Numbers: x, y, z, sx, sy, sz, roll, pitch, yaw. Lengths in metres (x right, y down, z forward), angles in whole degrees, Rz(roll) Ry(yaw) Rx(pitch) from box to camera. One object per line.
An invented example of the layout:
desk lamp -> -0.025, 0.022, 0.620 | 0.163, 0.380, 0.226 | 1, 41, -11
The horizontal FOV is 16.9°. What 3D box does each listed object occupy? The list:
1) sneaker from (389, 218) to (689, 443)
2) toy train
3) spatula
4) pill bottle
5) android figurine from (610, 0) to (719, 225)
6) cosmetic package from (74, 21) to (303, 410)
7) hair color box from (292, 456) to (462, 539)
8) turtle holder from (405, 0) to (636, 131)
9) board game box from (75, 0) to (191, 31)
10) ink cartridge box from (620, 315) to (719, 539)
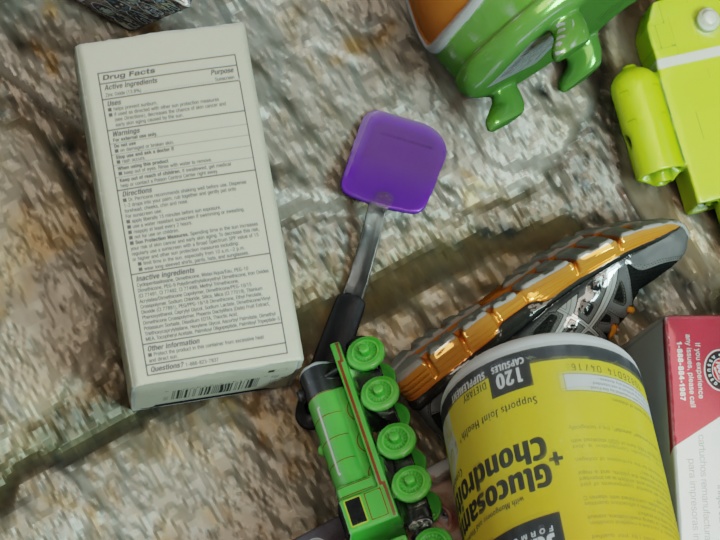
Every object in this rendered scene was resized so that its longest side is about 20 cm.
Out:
sneaker -> 0.113, 0.035, 1.420 | 0.199, 0.078, 0.077 | -33, 97, -10
toy train -> 0.013, 0.121, 1.322 | 0.056, 0.042, 0.201 | -21, 54, 1
spatula -> 0.000, 0.000, 1.432 | 0.056, 0.021, 0.201 | 16, 78, 9
pill bottle -> 0.109, 0.141, 1.259 | 0.111, 0.112, 0.201 | -4, 55, -8
android figurine -> 0.242, -0.110, 1.483 | 0.181, 0.041, 0.201 | -11, 81, -10
cosmetic package -> -0.100, -0.030, 1.393 | 0.103, 0.087, 0.201 | -8, 79, -8
hair color box -> 0.022, 0.179, 1.340 | 0.199, 0.061, 0.100 | -27, 59, -16
turtle holder -> 0.109, -0.186, 1.430 | 0.185, 0.141, 0.132 | -35, 83, -13
board game box -> -0.169, -0.259, 1.398 | 0.199, 0.097, 0.160 | 29, 73, -23
ink cartridge box -> 0.255, 0.107, 1.379 | 0.199, 0.145, 0.146 | -1, 77, -9
